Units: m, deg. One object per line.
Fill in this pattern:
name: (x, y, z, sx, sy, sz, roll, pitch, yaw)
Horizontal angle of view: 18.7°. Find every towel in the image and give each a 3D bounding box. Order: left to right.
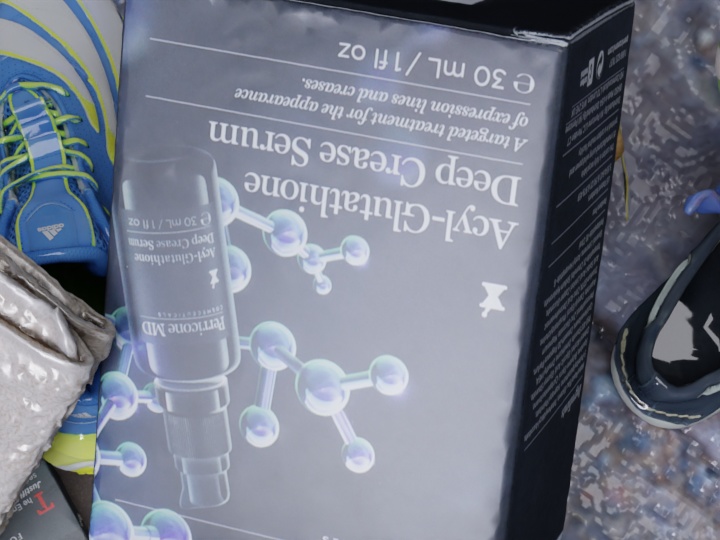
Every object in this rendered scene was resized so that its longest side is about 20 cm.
towel: (-0.175, 0.051, 0.754, 0.132, 0.035, 0.201, 35, 126, 2)

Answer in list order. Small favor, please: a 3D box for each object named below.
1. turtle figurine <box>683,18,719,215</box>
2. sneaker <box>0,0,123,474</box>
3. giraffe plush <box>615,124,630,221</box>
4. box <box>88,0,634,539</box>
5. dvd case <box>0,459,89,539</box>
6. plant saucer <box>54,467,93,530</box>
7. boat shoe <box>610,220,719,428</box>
turtle figurine: (0.199, -0.058, 0.748, 0.200, 0.194, 0.144, -42, 127, 11)
sneaker: (-0.103, -0.030, 0.809, 0.075, 0.105, 0.202, -8, 78, -9)
giraffe plush: (0.012, -0.105, 0.841, 0.161, 0.173, 0.202, -8, 101, 7)
box: (0.000, 0.000, 0.740, 0.147, 0.107, 0.202, 11, 107, 16)
dvd case: (-0.210, 0.056, 0.837, 0.145, 0.022, 0.201, -30, 85, -6)
plant saucer: (-0.139, 0.051, 0.867, 0.198, 0.032, 0.202, 0, 84, -3)
boat shoe: (0.181, -0.016, 0.876, 0.199, 0.062, 0.075, -37, 84, -7)
